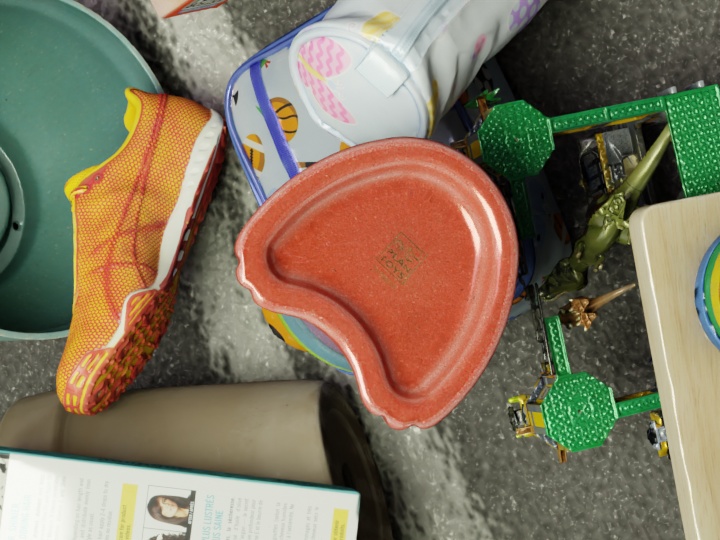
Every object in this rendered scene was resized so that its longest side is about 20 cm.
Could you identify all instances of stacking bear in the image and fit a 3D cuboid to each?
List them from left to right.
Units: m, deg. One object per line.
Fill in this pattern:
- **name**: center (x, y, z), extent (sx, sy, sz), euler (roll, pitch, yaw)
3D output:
- **stacking bear**: center (0.000, 0.000, 0.985), extent (0.121, 0.200, 0.114), euler (43, 81, -6)

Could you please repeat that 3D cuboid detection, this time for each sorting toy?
- **sorting toy**: center (0.242, 0.052, 0.939), extent (0.197, 0.070, 0.202), euler (-11, 89, -8)

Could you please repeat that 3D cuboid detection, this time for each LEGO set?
- **LEGO set**: center (0.122, -0.004, 1.027), extent (0.153, 0.116, 0.201), euler (-21, 90, -8)

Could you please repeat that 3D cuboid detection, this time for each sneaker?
- **sneaker**: center (-0.133, -0.009, 1.121), extent (0.077, 0.201, 0.073), euler (15, 147, 2)

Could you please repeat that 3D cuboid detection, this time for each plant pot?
- **plant pot**: center (-0.220, -0.051, 1.189), extent (0.134, 0.199, 0.202), euler (-16, 86, 55)
- **plant pot**: center (-0.082, 0.140, 1.130), extent (0.172, 0.200, 0.201), euler (-19, 85, 12)

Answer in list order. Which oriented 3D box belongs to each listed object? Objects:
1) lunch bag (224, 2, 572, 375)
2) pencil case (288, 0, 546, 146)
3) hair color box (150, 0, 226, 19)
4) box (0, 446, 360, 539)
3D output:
- **lunch bag**: center (0.016, -0.044, 1.115), extent (0.160, 0.075, 0.201), euler (-26, 81, 29)
- **pencil case**: center (0.050, -0.142, 1.020), extent (0.083, 0.200, 0.090), euler (52, 149, -18)
- **hair color box**: center (-0.047, -0.232, 1.100), extent (0.199, 0.064, 0.111), euler (-30, 88, 32)
- **box**: center (-0.103, 0.138, 1.024), extent (0.198, 0.049, 0.083), euler (7, 86, -4)
